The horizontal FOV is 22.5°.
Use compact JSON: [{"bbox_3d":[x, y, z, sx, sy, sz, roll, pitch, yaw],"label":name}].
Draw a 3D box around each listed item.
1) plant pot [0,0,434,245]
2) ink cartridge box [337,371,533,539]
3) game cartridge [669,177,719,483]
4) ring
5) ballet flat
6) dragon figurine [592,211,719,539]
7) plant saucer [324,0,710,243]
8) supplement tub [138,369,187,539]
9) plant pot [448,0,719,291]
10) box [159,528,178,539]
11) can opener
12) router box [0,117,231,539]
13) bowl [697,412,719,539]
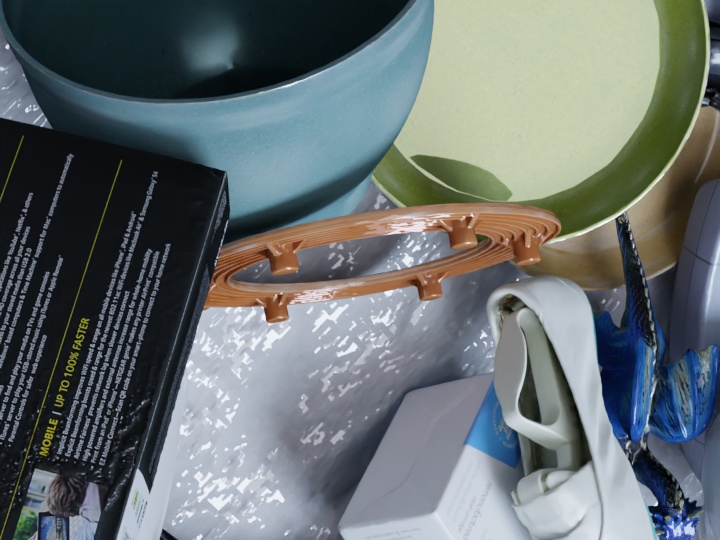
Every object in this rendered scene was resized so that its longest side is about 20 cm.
[{"bbox_3d":[-0.058,-0.093,0.851,0.200,0.200,0.135,-25,138,-16],"label":"plant pot"},{"bbox_3d":[0.081,0.170,0.993,0.200,0.066,0.116,57,38,-23],"label":"ink cartridge box"},{"bbox_3d":[0.245,0.030,1.061,0.132,0.042,0.201,-11,117,-18],"label":"game cartridge"},{"bbox_3d":[0.000,0.000,0.882,0.199,0.200,0.019,-6,80,-21],"label":"ring"},{"bbox_3d":[0.102,0.095,0.944,0.069,0.069,0.201,0,65,-23],"label":"ballet flat"},{"bbox_3d":[0.156,0.061,0.985,0.059,0.099,0.201,4,101,-28],"label":"dragon figurine"},{"bbox_3d":[0.080,-0.114,0.939,0.199,0.031,0.201,0,98,-2],"label":"plant saucer"},{"bbox_3d":[-0.188,0.079,0.818,0.199,0.140,0.141,11,98,0],"label":"supplement tub"},{"bbox_3d":[0.134,-0.089,1.008,0.199,0.027,0.201,-5,103,-22],"label":"plant pot"},{"bbox_3d":[-0.075,0.264,0.900,0.200,0.104,0.182,41,84,-31],"label":"box"},{"bbox_3d":[0.251,-0.108,1.004,0.199,0.063,0.079,15,95,-25],"label":"can opener"},{"bbox_3d":[-0.148,0.039,0.732,0.148,0.051,0.201,14,69,3],"label":"router box"},{"bbox_3d":[0.253,0.147,1.006,0.201,0.202,0.090,32,125,-26],"label":"bowl"}]
